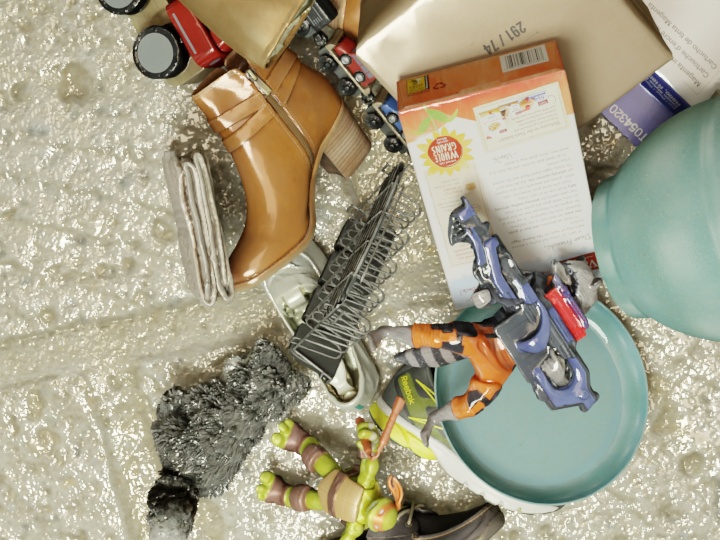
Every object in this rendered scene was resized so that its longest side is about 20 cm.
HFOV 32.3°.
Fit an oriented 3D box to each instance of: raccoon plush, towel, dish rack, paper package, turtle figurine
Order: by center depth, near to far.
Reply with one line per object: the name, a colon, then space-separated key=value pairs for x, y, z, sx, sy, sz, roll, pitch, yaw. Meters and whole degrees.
paper package: x=0.123 y=-0.199 z=1.030 sx=0.199 sy=0.104 sz=0.191 roll=-36 pitch=115 yaw=22
dish rack: x=0.000 y=0.000 z=1.035 sx=0.054 sy=0.200 sz=0.155 roll=25 pitch=69 yaw=-7
towel: x=-0.145 y=-0.039 z=1.087 sx=0.034 sy=0.200 sz=0.134 roll=-11 pitch=94 yaw=-11
raccoon plush: x=-0.110 y=0.157 z=1.113 sx=0.133 sy=0.201 sz=0.097 roll=-32 pitch=130 yaw=24
turtle figurine: x=-0.016 y=0.191 z=1.123 sx=0.160 sy=0.064 sz=0.202 roll=20 pitch=104 yaw=42

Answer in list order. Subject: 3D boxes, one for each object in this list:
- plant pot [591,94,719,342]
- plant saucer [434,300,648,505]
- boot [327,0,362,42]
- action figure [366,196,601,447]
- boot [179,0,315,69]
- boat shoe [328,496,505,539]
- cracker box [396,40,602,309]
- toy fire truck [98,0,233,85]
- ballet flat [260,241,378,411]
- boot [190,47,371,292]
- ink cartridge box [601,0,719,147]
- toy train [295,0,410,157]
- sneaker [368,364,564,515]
plant pot: x=0.268 y=-0.031 z=0.992 sx=0.133 sy=0.200 sz=0.203 roll=-15 pitch=94 yaw=35
plant saucer: x=0.159 y=0.108 z=1.110 sx=0.197 sy=0.027 sz=0.203 roll=2 pitch=75 yaw=-9
boot: x=0.040 y=-0.292 z=1.094 sx=0.154 sy=0.077 sz=0.202 roll=21 pitch=101 yaw=6
action figure: x=0.103 y=0.033 z=1.024 sx=0.192 sy=0.105 sz=0.202 roll=-25 pitch=101 yaw=9
boot: x=-0.110 y=-0.295 z=1.034 sx=0.199 sy=0.066 sz=0.176 roll=35 pitch=100 yaw=4
boat shoe: x=0.036 y=0.249 z=1.141 sx=0.199 sy=0.074 sz=0.074 roll=-28 pitch=84 yaw=20
cracker box: x=0.117 y=-0.073 z=1.019 sx=0.132 sy=0.058 sz=0.202 roll=-12 pitch=124 yaw=9
toy fire truck: x=-0.127 y=-0.286 z=1.109 sx=0.199 sy=0.129 sz=0.177 roll=-30 pitch=91 yaw=19
ballet flat: x=-0.044 y=0.040 z=1.145 sx=0.069 sy=0.069 sz=0.201 roll=-29 pitch=91 yaw=9
boot: x=-0.094 y=-0.097 z=1.088 sx=0.155 sy=0.073 sz=0.201 roll=45 pitch=68 yaw=-29
ink cartridge box: x=0.253 y=-0.238 z=1.092 sx=0.196 sy=0.043 sz=0.200 roll=42 pitch=98 yaw=1
toy train: x=-0.005 y=-0.183 z=1.106 sx=0.046 sy=0.034 sz=0.200 roll=-29 pitch=111 yaw=31
sneaker: x=0.107 y=0.149 z=1.131 sx=0.199 sy=0.074 sz=0.085 roll=28 pitch=98 yaw=4
